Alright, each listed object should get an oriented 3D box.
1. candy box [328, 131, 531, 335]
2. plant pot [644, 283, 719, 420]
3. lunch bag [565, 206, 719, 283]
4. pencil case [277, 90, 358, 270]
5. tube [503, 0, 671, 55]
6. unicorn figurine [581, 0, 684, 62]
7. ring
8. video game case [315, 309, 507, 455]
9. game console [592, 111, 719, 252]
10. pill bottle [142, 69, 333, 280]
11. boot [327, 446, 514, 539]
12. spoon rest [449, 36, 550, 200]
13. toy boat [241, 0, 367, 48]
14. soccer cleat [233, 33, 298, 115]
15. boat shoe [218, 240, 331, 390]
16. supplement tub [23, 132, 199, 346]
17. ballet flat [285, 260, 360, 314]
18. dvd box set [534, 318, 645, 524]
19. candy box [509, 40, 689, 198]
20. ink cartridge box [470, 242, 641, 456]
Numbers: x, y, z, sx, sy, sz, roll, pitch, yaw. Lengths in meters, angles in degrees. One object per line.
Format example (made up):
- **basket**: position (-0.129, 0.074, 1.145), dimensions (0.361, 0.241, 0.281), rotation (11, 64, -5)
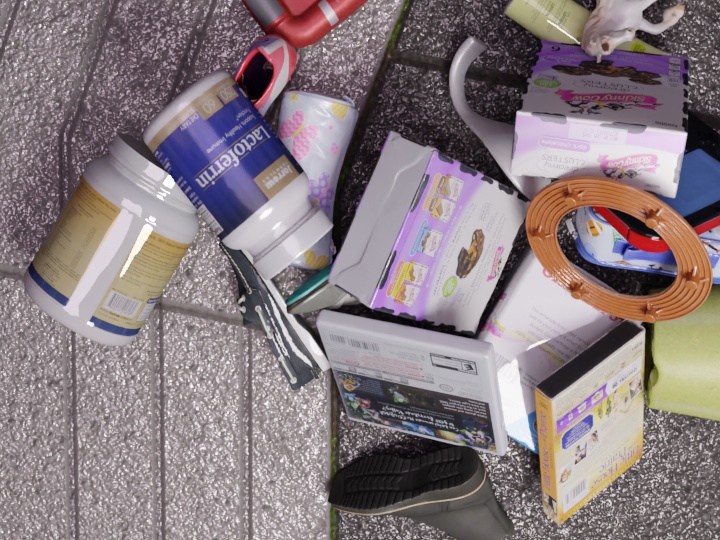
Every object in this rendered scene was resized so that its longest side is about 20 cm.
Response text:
- **candy box**: position (0.080, -0.034, 1.109), dimensions (0.071, 0.198, 0.170), rotation (28, 97, 40)
- **plant pot**: position (0.407, 0.089, 1.131), dimensions (0.180, 0.200, 0.205), rotation (1, 96, 12)
- **lunch bag**: position (0.324, -0.060, 1.122), dimensions (0.195, 0.162, 0.076), rotation (7, 135, 2)
- **pencil case**: position (-0.061, -0.102, 1.166), dimensions (0.089, 0.083, 0.205), rotation (11, 96, 14)
- **tube**: position (0.256, -0.261, 1.160), dimensions (0.198, 0.052, 0.058), rotation (32, 135, -7)
- **unicorn figurine**: position (0.289, -0.303, 1.125), dimensions (0.135, 0.074, 0.203), rotation (-16, 59, -4)
- **ring**: position (0.255, -0.014, 1.038), dimensions (0.199, 0.201, 0.019), rotation (36, 60, -2)
- **video game case**: position (0.059, 0.124, 1.129), dimensions (0.196, 0.024, 0.184), rotation (10, 140, 23)
- **game console**: position (0.320, -0.106, 1.094), dimensions (0.197, 0.031, 0.178), rotation (-21, 53, -24)
- **pill bottle**: position (-0.124, -0.096, 1.072), dimensions (0.115, 0.116, 0.201), rotation (-38, 96, 5)
- **boot**: position (0.073, 0.286, 1.214), dimensions (0.197, 0.078, 0.139), rotation (-10, 131, 29)
- **spoon rest**: position (0.152, -0.160, 1.147), dimensions (0.060, 0.099, 0.203), rotation (-33, 70, 27)
- **toy boat**: position (-0.044, -0.341, 1.116), dimensions (0.199, 0.131, 0.131), rotation (-38, 94, 5)
- **soccer cleat**: position (-0.137, -0.173, 1.144), dimensions (0.066, 0.076, 0.201), rotation (38, 114, 5)
- **boat shoe**: position (-0.110, 0.047, 1.188), dimensions (0.060, 0.076, 0.202), rotation (-35, 93, -1)
- **supplement tub**: position (-0.269, -0.035, 1.150), dimensions (0.143, 0.144, 0.202), rotation (33, 96, -2)
- **ballet flat**: position (0.000, 0.000, 1.147), dimensions (0.200, 0.067, 0.064), rotation (-44, 104, -30)
- **dvd box set**: position (0.256, 0.169, 1.134), dimensions (0.145, 0.029, 0.203), rotation (-32, 132, -23)
- **candy box**: position (0.252, -0.162, 1.068), dimensions (0.164, 0.201, 0.073), rotation (10, 124, 12)
- **ink cartridge box**: position (0.209, 0.089, 1.179), dimensions (0.143, 0.085, 0.202), rotation (31, 97, -2)
